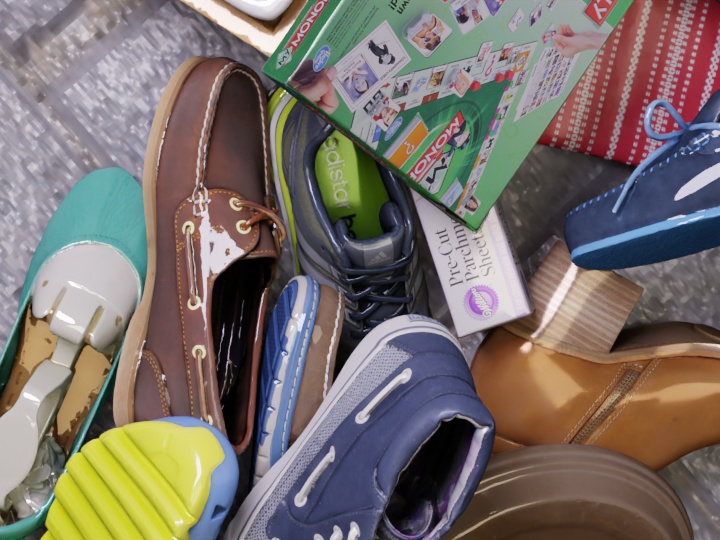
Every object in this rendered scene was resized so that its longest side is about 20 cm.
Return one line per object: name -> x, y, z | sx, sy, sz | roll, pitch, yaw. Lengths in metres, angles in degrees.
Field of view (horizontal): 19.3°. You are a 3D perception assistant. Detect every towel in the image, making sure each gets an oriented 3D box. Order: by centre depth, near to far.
towel -> 0.118, -0.134, 1.105 | 0.199, 0.022, 0.145 | 12, 94, -12

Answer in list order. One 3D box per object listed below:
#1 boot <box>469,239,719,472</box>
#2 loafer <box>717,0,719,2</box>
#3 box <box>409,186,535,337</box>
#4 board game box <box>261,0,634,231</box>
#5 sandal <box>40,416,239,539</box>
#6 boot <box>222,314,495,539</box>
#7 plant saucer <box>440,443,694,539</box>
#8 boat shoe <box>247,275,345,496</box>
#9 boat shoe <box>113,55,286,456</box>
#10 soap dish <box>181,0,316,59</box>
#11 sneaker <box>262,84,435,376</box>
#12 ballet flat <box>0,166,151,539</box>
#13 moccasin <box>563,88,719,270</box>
boot -> 0.142, 0.095, 1.111 | 0.200, 0.077, 0.156 | 28, 94, -19
loafer -> 0.219, -0.152, 1.056 | 0.200, 0.073, 0.072 | 48, 128, -2
box -> 0.038, -0.068, 1.057 | 0.041, 0.039, 0.201 | -17, 90, 8
board game box -> 0.061, -0.136, 0.990 | 0.134, 0.029, 0.200 | 36, 88, -34
sandal -> -0.111, 0.139, 1.035 | 0.087, 0.200, 0.080 | -4, 55, -42
boot -> -0.007, 0.121, 0.988 | 0.073, 0.090, 0.200 | 20, 109, -21
plant saucer -> 0.085, 0.178, 1.091 | 0.199, 0.029, 0.201 | -10, 124, -14
boat shoe -> -0.019, 0.094, 1.064 | 0.072, 0.072, 0.201 | 6, 119, -5
boat shoe -> -0.067, -0.006, 1.039 | 0.070, 0.070, 0.201 | 11, 83, -50
soap dish -> -0.075, -0.213, 1.001 | 0.200, 0.081, 0.158 | 33, 89, 6
sneaker -> 0.000, 0.000, 1.065 | 0.074, 0.081, 0.201 | -21, 102, -8
ballet flat -> -0.147, 0.046, 1.046 | 0.067, 0.070, 0.201 | 22, 91, -7
moccasin -> 0.191, -0.058, 1.037 | 0.199, 0.080, 0.068 | -21, 75, 16
